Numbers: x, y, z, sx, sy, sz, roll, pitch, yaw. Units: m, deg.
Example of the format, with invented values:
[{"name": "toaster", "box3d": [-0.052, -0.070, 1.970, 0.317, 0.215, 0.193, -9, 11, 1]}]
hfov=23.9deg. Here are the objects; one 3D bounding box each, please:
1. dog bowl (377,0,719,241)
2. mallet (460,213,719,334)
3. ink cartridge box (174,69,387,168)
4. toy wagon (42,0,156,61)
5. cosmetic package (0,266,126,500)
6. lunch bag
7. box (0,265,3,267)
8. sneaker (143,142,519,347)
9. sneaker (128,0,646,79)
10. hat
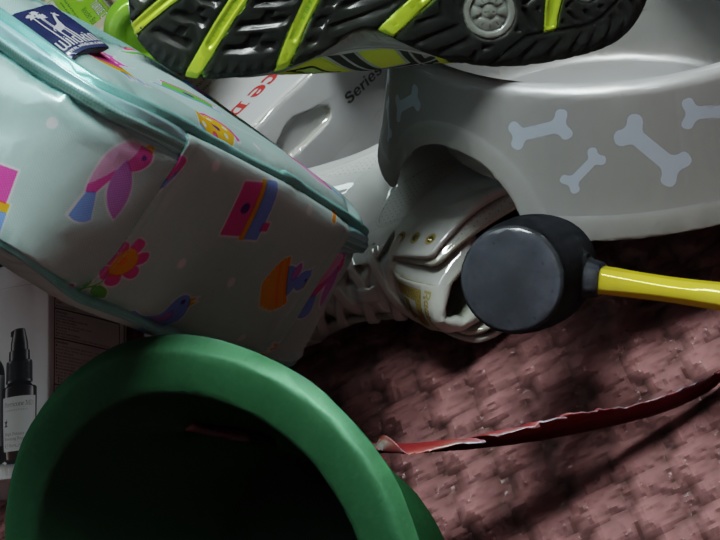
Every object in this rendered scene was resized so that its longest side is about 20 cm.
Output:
[{"name": "dog bowl", "box3d": [0.102, -0.083, 0.710, 0.199, 0.059, 0.200, -6, 28, 3]}, {"name": "mallet", "box3d": [0.130, 0.011, 0.575, 0.199, 0.041, 0.066, 9, 8, 26]}, {"name": "ink cartridge box", "box3d": [-0.078, -0.065, 0.886, 0.146, 0.085, 0.200, -46, 34, -19]}, {"name": "toy wagon", "box3d": [-0.126, -0.125, 0.799, 0.200, 0.040, 0.155, -38, 33, -1]}, {"name": "cosmetic package", "box3d": [-0.184, 0.052, 0.677, 0.199, 0.051, 0.083, -10, 72, 30]}, {"name": "lunch bag", "box3d": [-0.098, -0.045, 0.608, 0.160, 0.200, 0.077, 37, 95, 31]}, {"name": "box", "box3d": [-0.158, -0.046, 0.813, 0.159, 0.049, 0.200, -36, 33, 1]}, {"name": "sneaker", "box3d": [0.000, 0.000, 0.734, 0.199, 0.074, 0.116, -31, 27, -2]}, {"name": "sneaker", "box3d": [0.011, -0.113, 0.653, 0.199, 0.076, 0.076, -2, 8, -7]}, {"name": "hat", "box3d": [0.002, 0.096, 0.618, 0.199, 0.167, 0.176, 14, 14, 30]}]
